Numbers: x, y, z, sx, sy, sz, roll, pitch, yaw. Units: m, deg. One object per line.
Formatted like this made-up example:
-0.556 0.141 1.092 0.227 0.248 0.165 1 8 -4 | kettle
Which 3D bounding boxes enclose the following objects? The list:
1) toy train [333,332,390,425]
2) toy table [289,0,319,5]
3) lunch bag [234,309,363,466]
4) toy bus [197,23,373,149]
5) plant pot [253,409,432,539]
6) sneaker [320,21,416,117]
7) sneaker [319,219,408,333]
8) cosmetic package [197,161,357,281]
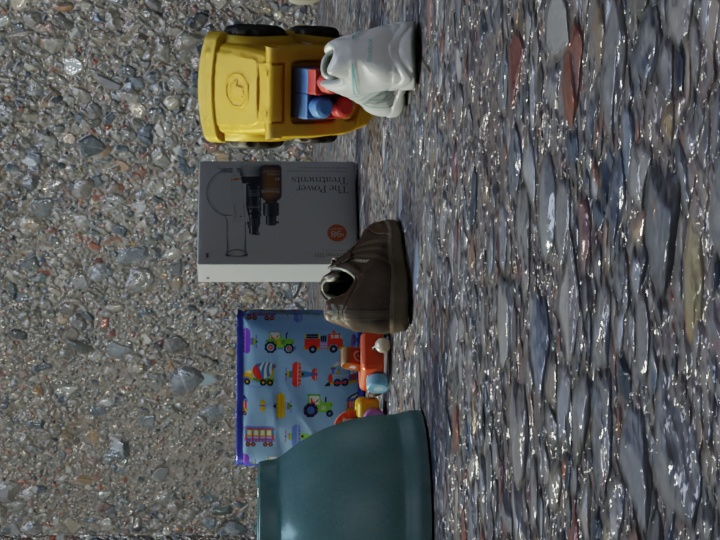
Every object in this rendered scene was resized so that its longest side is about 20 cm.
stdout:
-0.001 0.160 1.783 0.150 0.055 0.201 98 172 -65 | toy train
0.006 -0.281 1.290 0.200 0.116 0.185 101 169 -75 | toy table
-0.072 0.148 2.140 0.094 0.150 0.201 -146 56 -86 | lunch bag
-0.050 -0.200 1.997 0.191 0.199 0.137 10 103 50 | toy bus
-0.018 0.212 1.456 0.200 0.133 0.202 180 90 -86 | plant pot
0.004 -0.178 1.587 0.200 0.080 0.071 112 157 -83 | sneaker
0.000 0.000 1.635 0.200 0.075 0.071 -103 14 -73 | sneaker
-0.104 -0.061 2.280 0.052 0.199 0.152 96 172 -63 | cosmetic package
